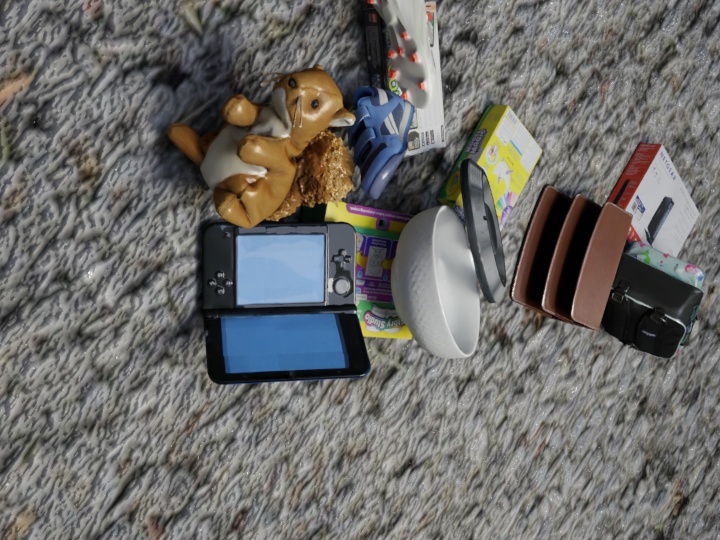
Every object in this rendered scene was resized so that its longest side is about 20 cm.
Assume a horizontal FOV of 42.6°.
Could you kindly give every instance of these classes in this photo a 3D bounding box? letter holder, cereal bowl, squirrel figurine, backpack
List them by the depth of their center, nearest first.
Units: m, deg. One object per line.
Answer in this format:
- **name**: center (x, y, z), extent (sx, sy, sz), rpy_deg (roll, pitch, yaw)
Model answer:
- **squirrel figurine**: center (-0.087, -0.149, 1.083), extent (0.186, 0.142, 0.199), rpy_deg (-43, 148, 12)
- **cereal bowl**: center (0.094, 0.019, 1.235), extent (0.199, 0.082, 0.205), rpy_deg (-8, 90, -68)
- **letter holder**: center (0.345, -0.024, 1.524), extent (0.141, 0.100, 0.204), rpy_deg (22, 85, -38)
- **backpack**: center (0.502, 0.058, 1.613), extent (0.151, 0.176, 0.201), rpy_deg (-53, 154, -22)

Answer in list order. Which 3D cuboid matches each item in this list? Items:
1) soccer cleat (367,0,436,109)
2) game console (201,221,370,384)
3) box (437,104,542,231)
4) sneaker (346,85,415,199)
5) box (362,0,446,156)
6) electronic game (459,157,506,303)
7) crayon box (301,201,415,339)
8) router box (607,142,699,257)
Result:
- **soccer cleat**: center (0.063, -0.310, 1.192), extent (0.077, 0.069, 0.203), rpy_deg (-22, 91, -38)
- **game console**: center (-0.090, 0.034, 1.116), extent (0.196, 0.118, 0.175), rpy_deg (-1, 100, -14)
- **box**: center (0.194, -0.135, 1.410), extent (0.117, 0.048, 0.202), rpy_deg (41, 70, -38)
- **sneaker**: center (0.015, -0.165, 1.164), extent (0.081, 0.074, 0.202), rpy_deg (27, 36, -13)
- **box**: center (0.063, -0.264, 1.280), extent (0.109, 0.034, 0.204), rpy_deg (-17, 110, -36)
- **electronic game**: center (0.167, -0.055, 1.282), extent (0.200, 0.041, 0.204), rpy_deg (-10, 90, -76)
- **crayon box**: center (0.000, 0.000, 1.267), extent (0.197, 0.058, 0.176), rpy_deg (8, 95, -41)
- **router box**: center (0.530, -0.099, 1.695), extent (0.200, 0.048, 0.181), rpy_deg (46, 70, -36)
